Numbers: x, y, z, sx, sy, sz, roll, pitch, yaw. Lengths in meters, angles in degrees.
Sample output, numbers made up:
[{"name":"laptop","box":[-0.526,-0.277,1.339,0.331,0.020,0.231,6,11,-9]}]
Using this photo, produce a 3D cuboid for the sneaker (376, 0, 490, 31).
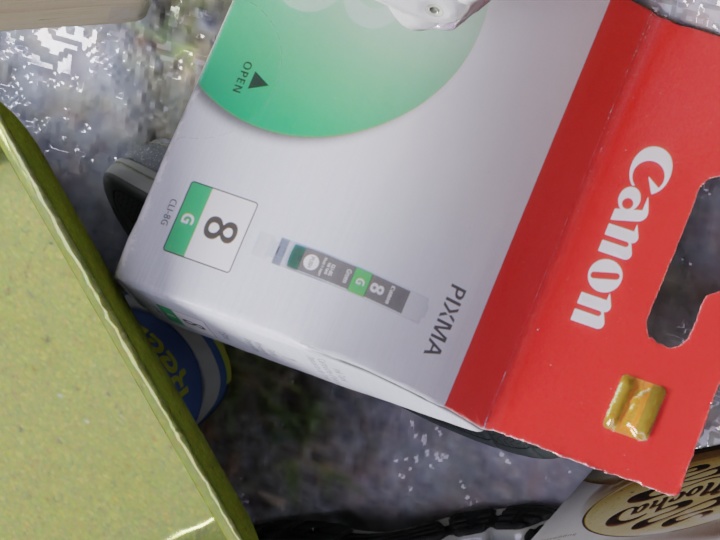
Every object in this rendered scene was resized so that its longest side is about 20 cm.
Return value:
[{"name":"sneaker","box":[0.045,-0.124,0.836,0.199,0.075,0.100,8,134,35]}]

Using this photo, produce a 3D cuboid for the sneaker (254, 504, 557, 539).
[{"name":"sneaker","box":[-0.003,0.147,1.003,0.199,0.078,0.090,-6,109,27]}]

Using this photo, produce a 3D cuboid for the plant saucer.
[{"name":"plant saucer","box":[-0.139,0.052,0.946,0.200,0.048,0.200,-26,96,34]}]

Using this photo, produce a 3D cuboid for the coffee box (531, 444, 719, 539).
[{"name":"coffee box","box":[0.161,0.104,0.890,0.199,0.113,0.080,-12,102,28]}]

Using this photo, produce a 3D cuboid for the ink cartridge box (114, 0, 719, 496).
[{"name":"ink cartridge box","box":[0.038,-0.033,0.892,0.199,0.050,0.161,19,78,21]}]

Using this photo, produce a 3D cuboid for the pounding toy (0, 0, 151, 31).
[{"name":"pounding toy","box":[-0.129,-0.192,0.866,0.142,0.199,0.185,114,146,-59]}]

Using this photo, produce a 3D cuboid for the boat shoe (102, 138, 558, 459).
[{"name":"boat shoe","box":[0.001,-0.001,0.962,0.201,0.065,0.075,23,152,20]}]

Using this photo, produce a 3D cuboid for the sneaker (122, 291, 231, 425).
[{"name":"sneaker","box":[-0.127,0.093,1.037,0.074,0.082,0.200,35,122,9]}]
